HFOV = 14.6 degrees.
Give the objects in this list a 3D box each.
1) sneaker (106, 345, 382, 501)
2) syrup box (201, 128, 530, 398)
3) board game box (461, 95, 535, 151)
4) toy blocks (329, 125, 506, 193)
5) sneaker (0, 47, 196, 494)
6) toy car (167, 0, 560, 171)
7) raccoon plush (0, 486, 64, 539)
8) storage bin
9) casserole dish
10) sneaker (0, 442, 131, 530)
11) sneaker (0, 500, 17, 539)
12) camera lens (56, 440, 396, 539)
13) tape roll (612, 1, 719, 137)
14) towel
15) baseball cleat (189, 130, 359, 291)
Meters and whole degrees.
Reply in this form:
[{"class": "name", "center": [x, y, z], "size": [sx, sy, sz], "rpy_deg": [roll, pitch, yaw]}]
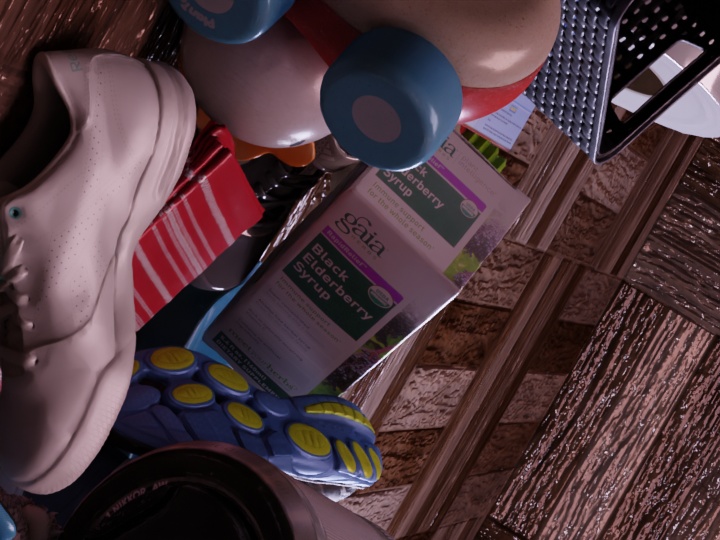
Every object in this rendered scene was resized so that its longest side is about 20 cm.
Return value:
[{"class": "sneaker", "center": [-0.072, 0.096, 1.481], "size": [0.083, 0.071, 0.199], "rpy_deg": [-38, 145, 26]}, {"class": "syrup box", "center": [0.000, 0.000, 1.514], "size": [0.082, 0.079, 0.200], "rpy_deg": [-51, -175, -35]}, {"class": "board game box", "center": [0.084, -0.129, 1.631], "size": [0.103, 0.019, 0.200], "rpy_deg": [-59, 164, 4]}, {"class": "toy blocks", "center": [0.044, -0.126, 1.728], "size": [0.200, 0.099, 0.137], "rpy_deg": [-46, 152, -49]}, {"class": "sneaker", "center": [-0.143, -0.002, 1.242], "size": [0.088, 0.075, 0.201], "rpy_deg": [11, 96, -42]}, {"class": "toy car", "center": [-0.014, -0.109, 1.339], "size": [0.184, 0.177, 0.200], "rpy_deg": [-50, 178, -42]}, {"class": "raccoon plush", "center": [-0.228, 0.177, 1.386], "size": [0.200, 0.097, 0.134], "rpy_deg": [-37, -159, 50]}, {"class": "storage bin", "center": [0.145, -0.163, 1.492], "size": [0.135, 0.094, 0.200], "rpy_deg": [-41, 164, -15]}, {"class": "casserole dish", "center": [-0.118, 0.073, 1.630], "size": [0.201, 0.039, 0.121], "rpy_deg": [-62, 168, 17]}, {"class": "sneaker", "center": [-0.153, 0.165, 1.530], "size": [0.070, 0.108, 0.201], "rpy_deg": [-48, 164, -41]}, {"class": "sneaker", "center": [-0.196, 0.080, 1.204], "size": [0.073, 0.082, 0.200], "rpy_deg": [-56, 167, -8]}, {"class": "camera lens", "center": [-0.054, 0.184, 1.410], "size": [0.161, 0.160, 0.200], "rpy_deg": [-59, 146, -4]}, {"class": "tape roll", "center": [0.176, -0.171, 1.867], "size": [0.071, 0.202, 0.202], "rpy_deg": [-58, 168, -8]}, {"class": "towel", "center": [-0.129, 0.015, 1.370], "size": [0.200, 0.022, 0.145], "rpy_deg": [-42, 168, -5]}, {"class": "baseball cleat", "center": [-0.042, -0.059, 1.456], "size": [0.069, 0.106, 0.201], "rpy_deg": [-6, 126, -36]}]
